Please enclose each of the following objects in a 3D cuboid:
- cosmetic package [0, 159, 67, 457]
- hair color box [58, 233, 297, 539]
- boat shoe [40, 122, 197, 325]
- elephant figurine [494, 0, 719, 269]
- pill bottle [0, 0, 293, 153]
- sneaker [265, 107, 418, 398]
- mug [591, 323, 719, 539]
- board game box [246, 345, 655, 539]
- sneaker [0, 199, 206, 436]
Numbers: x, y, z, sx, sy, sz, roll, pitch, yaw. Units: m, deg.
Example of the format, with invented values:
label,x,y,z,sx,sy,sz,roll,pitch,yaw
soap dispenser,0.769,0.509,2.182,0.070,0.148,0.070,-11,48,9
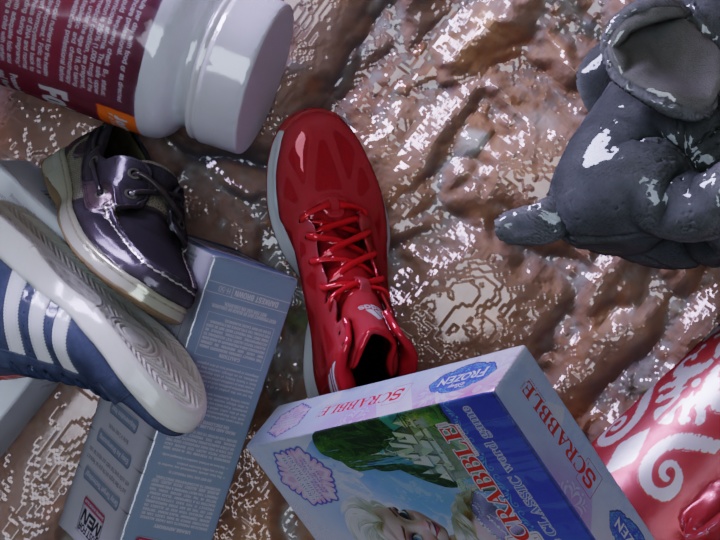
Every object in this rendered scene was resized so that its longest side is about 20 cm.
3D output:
label,x,y,z,sx,sy,sz,roll,pitch,yaw
cosmetic package,-0.240,0.041,1.033,0.113,0.081,0.200,41,96,5
hair color box,-0.113,0.083,1.001,0.061,0.099,0.200,17,93,-29
boat shoe,-0.136,-0.037,0.973,0.072,0.200,0.065,36,98,-32
elephant figurine,0.186,-0.107,0.967,0.141,0.155,0.200,-6,76,50
pill bottle,-0.150,-0.148,1.002,0.200,0.114,0.114,20,93,7
sneaker,0.000,0.000,0.976,0.078,0.116,0.200,-14,96,-15
mug,0.237,0.100,0.935,0.200,0.178,0.133,-46,119,1
board game box,0.062,0.147,0.917,0.199,0.041,0.200,-19,112,46
sneaker,-0.172,0.044,0.938,0.200,0.075,0.085,40,99,27
